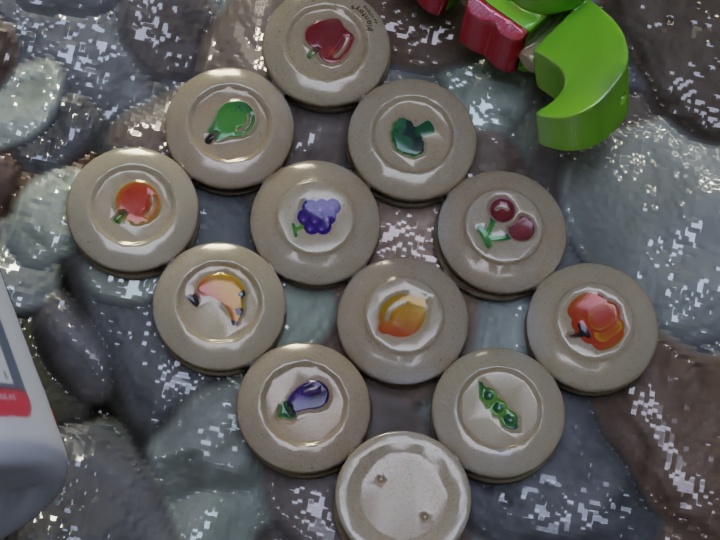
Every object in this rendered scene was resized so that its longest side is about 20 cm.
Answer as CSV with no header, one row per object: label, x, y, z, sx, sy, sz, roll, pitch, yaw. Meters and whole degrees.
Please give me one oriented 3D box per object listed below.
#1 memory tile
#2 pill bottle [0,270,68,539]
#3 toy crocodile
memory tile,0.000,0.000,1.009,0.153,0.017,0.200,-40,77,-17
pill bottle,-0.186,0.000,0.940,0.119,0.120,0.201,-18,71,-11
toy crocodile,0.033,-0.128,1.033,0.062,0.068,0.200,-39,77,-16
